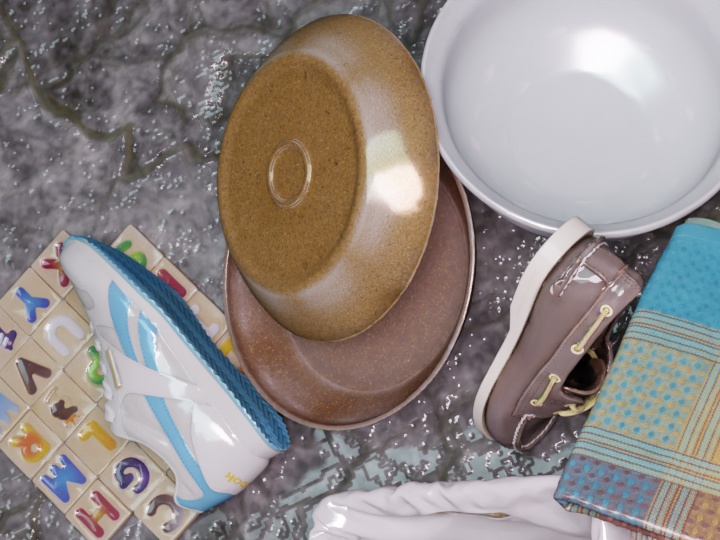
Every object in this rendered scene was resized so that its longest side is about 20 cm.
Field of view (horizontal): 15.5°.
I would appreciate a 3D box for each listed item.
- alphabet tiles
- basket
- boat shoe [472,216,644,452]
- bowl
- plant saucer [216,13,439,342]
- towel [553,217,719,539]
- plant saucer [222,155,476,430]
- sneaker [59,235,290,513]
[{"bbox_3d":[-0.158,0.074,1.708,0.200,0.006,0.166,43,94,18],"label":"alphabet tiles"},{"bbox_3d":[0.095,0.222,1.507,0.198,0.161,0.200,-8,79,33],"label":"basket"},{"bbox_3d":[0.117,0.051,1.544,0.060,0.200,0.072,37,54,17],"label":"boat shoe"},{"bbox_3d":[0.135,-0.094,1.592,0.201,0.090,0.201,0,67,-1],"label":"bowl"},{"bbox_3d":[-0.031,-0.057,1.595,0.200,0.035,0.200,-5,84,50],"label":"plant saucer"},{"bbox_3d":[0.206,0.068,1.430,0.147,0.022,0.200,18,59,17],"label":"towel"},{"bbox_3d":[0.000,0.000,1.631,0.200,0.037,0.200,-7,80,39],"label":"plant saucer"},{"bbox_3d":[-0.134,0.060,1.662,0.081,0.077,0.200,-43,69,11],"label":"sneaker"}]
